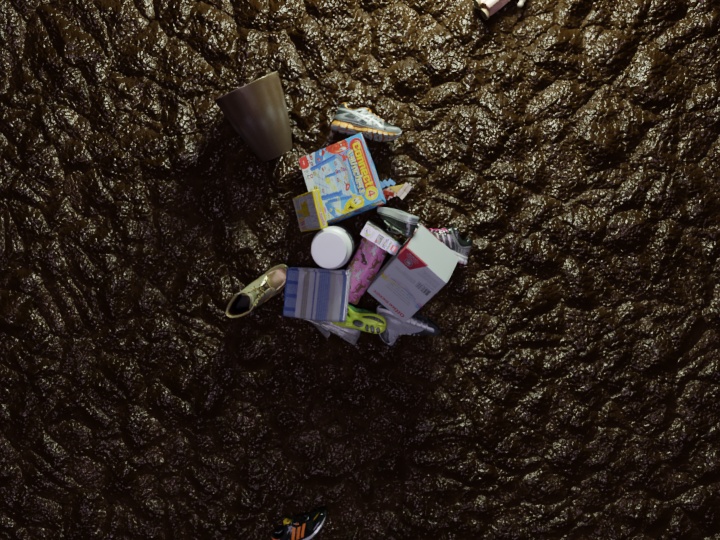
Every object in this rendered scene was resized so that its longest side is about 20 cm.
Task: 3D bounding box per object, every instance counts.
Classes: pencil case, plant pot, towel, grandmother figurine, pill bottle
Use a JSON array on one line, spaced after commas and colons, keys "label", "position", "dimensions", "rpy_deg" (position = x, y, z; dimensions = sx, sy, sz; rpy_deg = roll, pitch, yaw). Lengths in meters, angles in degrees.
[{"label": "pencil case", "position": [0.000, 0.000, 1.573], "dimensions": [0.082, 0.087, 0.201], "rpy_deg": [27, 98, -25]}, {"label": "plant pot", "position": [-0.270, -0.412, 1.494], "dimensions": [0.185, 0.187, 0.202], "rpy_deg": [-22, 111, 6]}, {"label": "towel", "position": [-0.124, 0.067, 1.545], "dimensions": [0.197, 0.024, 0.149], "rpy_deg": [3, 86, 19]}, {"label": "grandmother figurine", "position": [0.405, -0.763, 1.456], "dimensions": [0.199, 0.061, 0.122], "rpy_deg": [-38, 103, 10]}, {"label": "pill bottle", "position": [-0.076, -0.066, 1.507], "dimensions": [0.112, 0.200, 0.116], "rpy_deg": [0, 99, 3]}]

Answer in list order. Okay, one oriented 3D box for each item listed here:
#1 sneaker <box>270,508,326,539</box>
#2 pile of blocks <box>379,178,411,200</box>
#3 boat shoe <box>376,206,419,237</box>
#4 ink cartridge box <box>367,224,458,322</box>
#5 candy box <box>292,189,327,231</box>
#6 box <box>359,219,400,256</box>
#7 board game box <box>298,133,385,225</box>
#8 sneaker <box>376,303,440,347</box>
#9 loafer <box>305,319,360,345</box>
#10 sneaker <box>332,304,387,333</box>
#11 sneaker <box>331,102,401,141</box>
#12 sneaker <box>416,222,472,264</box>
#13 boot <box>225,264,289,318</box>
[{"label": "sneaker", "position": [-0.197, 0.805, 1.704], "dimensions": [0.200, 0.070, 0.090], "rpy_deg": [-43, 97, 10]}, {"label": "pile of blocks", "position": [0.049, -0.224, 1.548], "dimensions": [0.197, 0.062, 0.083], "rpy_deg": [-15, 97, 5]}, {"label": "boat shoe", "position": [0.093, -0.135, 1.494], "dimensions": [0.070, 0.200, 0.065], "rpy_deg": [8, 101, -22]}, {"label": "ink cartridge box", "position": [0.144, 0.011, 1.500], "dimensions": [0.145, 0.145, 0.200], "rpy_deg": [41, 127, -3]}, {"label": "candy box", "position": [-0.142, -0.162, 1.503], "dimensions": [0.026, 0.200, 0.104], "rpy_deg": [-18, 99, -20]}, {"label": "box", "position": [0.055, -0.094, 1.496], "dimensions": [0.109, 0.200, 0.035], "rpy_deg": [32, 99, -2]}, {"label": "board game box", "position": [-0.052, -0.251, 1.518], "dimensions": [0.194, 0.056, 0.202], "rpy_deg": [-20, 82, 13]}, {"label": "sneaker", "position": [0.130, 0.180, 1.604], "dimensions": [0.198, 0.075, 0.117], "rpy_deg": [21, 104, 10]}, {"label": "loafer", "position": [-0.096, 0.166, 1.608], "dimensions": [0.198, 0.070, 0.071], "rpy_deg": [18, 90, 0]}, {"label": "sneaker", "position": [-0.017, 0.138, 1.567], "dimensions": [0.198, 0.084, 0.075], "rpy_deg": [20, 84, 14]}, {"label": "sneaker", "position": [0.021, -0.414, 1.518], "dimensions": [0.197, 0.078, 0.078], "rpy_deg": [13, 86, -3]}, {"label": "sneaker", "position": [0.236, -0.099, 1.553], "dimensions": [0.198, 0.074, 0.088], "rpy_deg": [29, 96, -4]}, {"label": "boot", "position": [-0.291, 0.060, 1.559], "dimensions": [0.199, 0.155, 0.073], "rpy_deg": [-34, 94, 5]}]
